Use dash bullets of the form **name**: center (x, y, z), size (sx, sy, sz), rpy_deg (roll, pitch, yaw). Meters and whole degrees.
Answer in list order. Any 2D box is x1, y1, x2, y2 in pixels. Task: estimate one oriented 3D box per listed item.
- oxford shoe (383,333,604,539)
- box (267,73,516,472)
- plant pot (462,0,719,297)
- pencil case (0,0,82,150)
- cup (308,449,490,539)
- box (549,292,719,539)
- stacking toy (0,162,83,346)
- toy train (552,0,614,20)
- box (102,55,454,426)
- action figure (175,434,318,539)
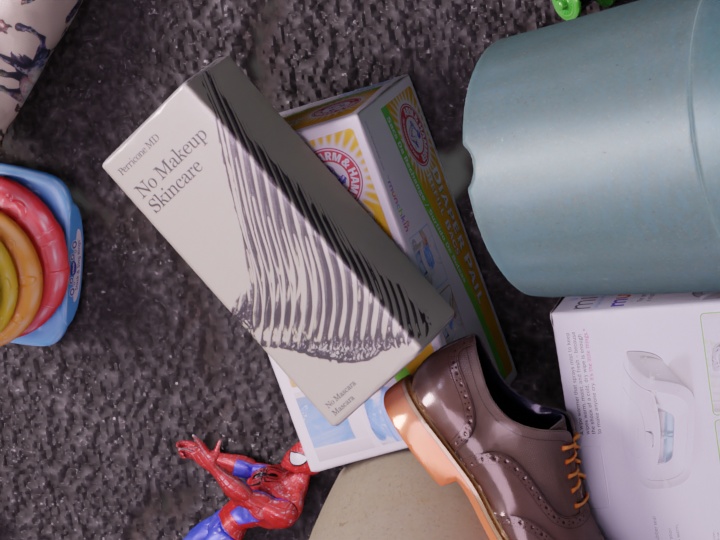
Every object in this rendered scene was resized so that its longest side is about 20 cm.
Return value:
- **oxford shoe**: center (0.103, 0.124, 1.670), size (0.073, 0.071, 0.200), rpy_deg (-41, 96, 17)
- **box**: center (0.000, 0.000, 1.752), size (0.112, 0.101, 0.201), rpy_deg (-17, 101, 23)
- **plant pot**: center (0.174, -0.070, 1.631), size (0.195, 0.200, 0.202), rpy_deg (-8, 104, 30)
- **pencil case**: center (-0.215, -0.138, 1.768), size (0.089, 0.078, 0.201), rpy_deg (26, 98, -20)
- **cup**: center (0.043, 0.185, 1.764), size (0.199, 0.200, 0.144), rpy_deg (-11, 74, 22)
- **box**: center (0.215, 0.100, 1.712), size (0.175, 0.097, 0.201), rpy_deg (-5, 105, 21)
- **stacking toy**: center (-0.253, 0.012, 1.789), size (0.109, 0.200, 0.117), rpy_deg (10, 109, 16)
- **toy train**: center (0.150, -0.205, 1.623), size (0.057, 0.042, 0.200), rpy_deg (58, 146, 12)
- **box**: center (-0.045, -0.017, 1.668), size (0.200, 0.068, 0.082), rpy_deg (47, 117, 0)
- **action figure**: center (-0.108, 0.151, 1.853), size (0.200, 0.065, 0.099), rpy_deg (-38, 109, 25)
